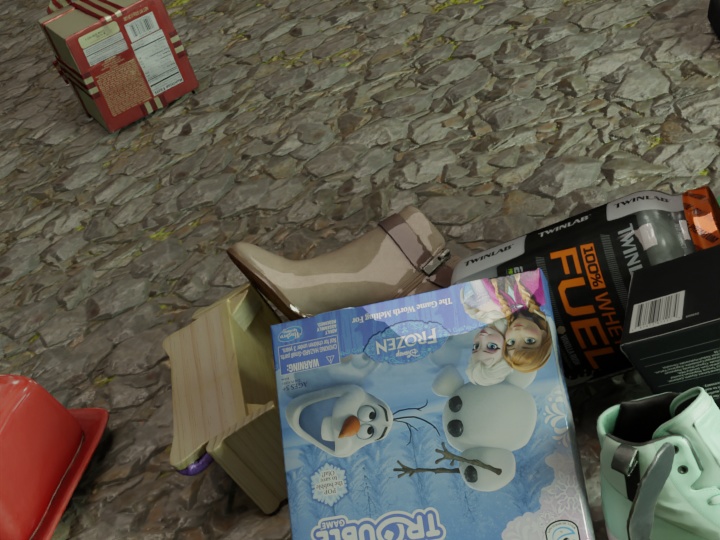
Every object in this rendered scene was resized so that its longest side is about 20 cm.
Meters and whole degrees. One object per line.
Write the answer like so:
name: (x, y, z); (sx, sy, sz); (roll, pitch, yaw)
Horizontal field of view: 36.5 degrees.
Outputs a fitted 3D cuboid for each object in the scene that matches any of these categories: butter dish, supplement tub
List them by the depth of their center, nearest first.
supplement tub: (0.177, 0.017, 0.808); (0.199, 0.123, 0.123); (-22, 29, 23)
butter dish: (-0.346, 0.155, 0.928); (0.198, 0.149, 0.201); (-9, 33, 19)

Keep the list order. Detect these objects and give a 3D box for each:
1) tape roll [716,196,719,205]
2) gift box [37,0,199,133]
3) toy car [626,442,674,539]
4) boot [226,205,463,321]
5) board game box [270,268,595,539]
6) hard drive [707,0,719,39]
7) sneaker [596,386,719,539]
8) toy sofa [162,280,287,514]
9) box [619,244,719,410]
tape roll: (0.366, -0.019, 0.849); (0.199, 0.048, 0.201); (-16, 32, 11)
gift box: (-0.369, -0.348, 1.661); (0.184, 0.201, 0.187); (-27, 30, -18)
toy car: (0.158, 0.185, 0.522); (0.157, 0.201, 0.165); (-3, 36, 28)
boot: (0.000, 0.000, 0.956); (0.200, 0.070, 0.146); (42, 83, 11)
board game box: (0.045, 0.116, 0.740); (0.198, 0.043, 0.201); (-13, 72, 15)
hard drive: (0.491, -0.297, 1.197); (0.198, 0.043, 0.135); (-14, 33, 12)
sneaker: (0.232, 0.129, 0.639); (0.199, 0.119, 0.074); (1, 36, 31)
toy sofa: (-0.099, 0.107, 0.908); (0.097, 0.083, 0.200); (-33, 31, 6)
box: (0.282, 0.044, 0.667); (0.199, 0.141, 0.079); (-20, 29, 35)
